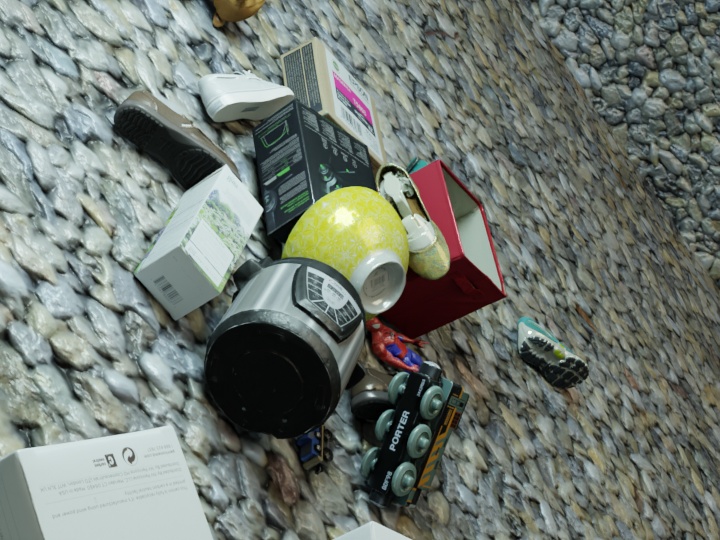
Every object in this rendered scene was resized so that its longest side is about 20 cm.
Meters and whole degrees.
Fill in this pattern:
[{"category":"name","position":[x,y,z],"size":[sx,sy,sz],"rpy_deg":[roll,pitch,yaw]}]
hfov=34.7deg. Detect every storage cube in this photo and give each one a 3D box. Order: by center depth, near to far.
[{"category":"storage cube","position":[0.099,-0.029,1.777],"size":[0.171,0.178,0.203],"rpy_deg":[37,33,-52]}]

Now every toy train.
[{"category":"toy train","position":[-0.060,0.173,1.501],"size":[0.046,0.034,0.202],"rpy_deg":[34,37,-34]},{"category":"toy train","position":[0.075,0.224,1.545],"size":[0.113,0.084,0.203],"rpy_deg":[27,83,-50]}]

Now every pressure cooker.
[{"category":"pressure cooker","position":[-0.085,0.081,1.402],"size":[0.201,0.175,0.179],"rpy_deg":[-61,151,-59]}]

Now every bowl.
[{"category":"bowl","position":[0.000,0.000,1.563],"size":[0.199,0.202,0.107],"rpy_deg":[26,7,-47]}]

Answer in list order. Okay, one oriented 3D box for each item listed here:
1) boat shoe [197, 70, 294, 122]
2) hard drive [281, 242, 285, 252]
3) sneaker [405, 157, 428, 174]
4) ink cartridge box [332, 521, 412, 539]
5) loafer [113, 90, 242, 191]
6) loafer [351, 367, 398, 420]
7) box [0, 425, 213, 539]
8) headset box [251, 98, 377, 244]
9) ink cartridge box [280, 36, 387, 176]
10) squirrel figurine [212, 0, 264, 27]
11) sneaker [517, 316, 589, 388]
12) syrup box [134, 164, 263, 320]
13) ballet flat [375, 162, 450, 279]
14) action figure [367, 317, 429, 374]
[{"category":"boat shoe","position":[-0.171,-0.263,1.705],"size":[0.199,0.072,0.069],"rpy_deg":[-21,79,-54]},{"category":"hard drive","position":[-0.067,-0.040,1.700],"size":[0.131,0.026,0.202],"rpy_deg":[35,37,-39]},{"category":"sneaker","position":[0.070,-0.127,1.908],"size":[0.084,0.120,0.200],"rpy_deg":[59,28,-1]},{"category":"ink cartridge box","position":[-0.014,0.357,1.226],"size":[0.144,0.199,0.085],"rpy_deg":[33,38,-40]},{"category":"loafer","position":[-0.229,-0.170,1.501],"size":[0.200,0.072,0.072],"rpy_deg":[41,34,-32]},{"category":"loafer","position":[0.059,0.176,1.638],"size":[0.199,0.072,0.072],"rpy_deg":[24,45,-49]},{"category":"box","position":[-0.239,0.261,1.017],"size":[0.198,0.130,0.203],"rpy_deg":[1,62,-58]},{"category":"headset box","position":[-0.057,-0.113,1.658],"size":[0.173,0.092,0.203],"rpy_deg":[26,43,-47]},{"category":"ink cartridge box","position":[-0.040,-0.251,1.867],"size":[0.200,0.074,0.167],"rpy_deg":[38,35,-49]},{"category":"squirrel figurine","position":[-0.231,-0.472,1.759],"size":[0.198,0.141,0.190],"rpy_deg":[-7,79,-45]},{"category":"sneaker","position":[0.367,0.154,2.194],"size":[0.200,0.077,0.080],"rpy_deg":[41,24,-33]},{"category":"syrup box","position":[-0.196,-0.038,1.425],"size":[0.079,0.081,0.201],"rpy_deg":[50,29,-20]},{"category":"ballet flat","position":[0.070,-0.076,1.665],"size":[0.070,0.070,0.202],"rpy_deg":[24,35,-48]},{"category":"action figure","position":[0.074,0.135,1.750],"size":[0.200,0.051,0.066],"rpy_deg":[42,36,-26]}]
